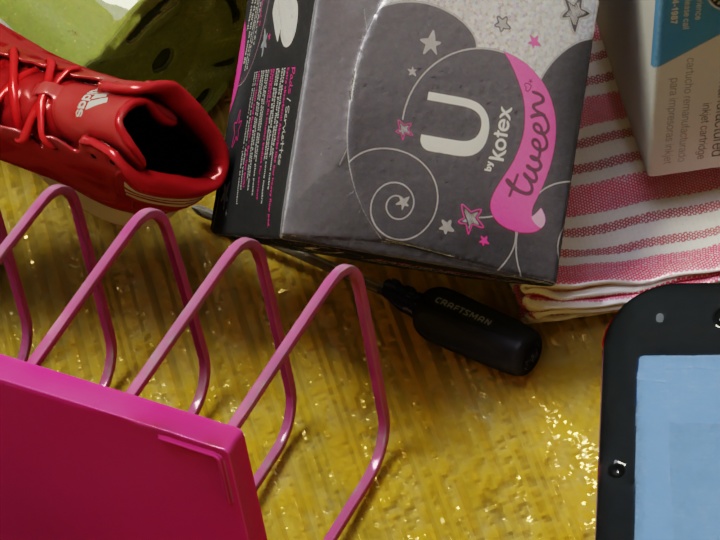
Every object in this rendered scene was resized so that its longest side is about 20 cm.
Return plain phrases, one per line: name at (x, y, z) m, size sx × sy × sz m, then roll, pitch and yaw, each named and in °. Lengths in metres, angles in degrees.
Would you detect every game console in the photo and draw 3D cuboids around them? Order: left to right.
game console at (0.186, 0.087, 1.042) m, size 0.177 × 0.031 × 0.200 m, roll -3°, pitch 52°, yaw 13°

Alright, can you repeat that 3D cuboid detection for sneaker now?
sneaker at (-0.144, -0.081, 1.088) m, size 0.200 × 0.116 × 0.078 m, roll 18°, pitch 78°, yaw -22°

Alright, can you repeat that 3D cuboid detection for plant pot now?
plant pot at (-0.154, -0.151, 1.243) m, size 0.190 × 0.200 × 0.200 m, roll 40°, pitch 70°, yaw 22°

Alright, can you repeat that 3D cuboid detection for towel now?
towel at (0.127, -0.067, 1.182) m, size 0.146 × 0.030 × 0.200 m, roll -13°, pitch 50°, yaw 4°

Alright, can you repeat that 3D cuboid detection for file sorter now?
file sorter at (-0.103, 0.052, 1.072) m, size 0.200 × 0.139 × 0.125 m, roll 15°, pitch 49°, yaw 23°

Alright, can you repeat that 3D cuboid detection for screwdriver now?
screwdriver at (0.000, 0.000, 1.163) m, size 0.200 × 0.028 × 0.029 m, roll 29°, pitch 93°, yaw 31°

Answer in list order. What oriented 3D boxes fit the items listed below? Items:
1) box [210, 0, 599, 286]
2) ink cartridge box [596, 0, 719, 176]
box at (0.025, -0.101, 1.096) m, size 0.132 × 0.115 × 0.200 m, roll 9°, pitch 90°, yaw -18°
ink cartridge box at (0.212, -0.154, 1.131) m, size 0.200 × 0.147 × 0.146 m, roll -8°, pitch 49°, yaw -4°
